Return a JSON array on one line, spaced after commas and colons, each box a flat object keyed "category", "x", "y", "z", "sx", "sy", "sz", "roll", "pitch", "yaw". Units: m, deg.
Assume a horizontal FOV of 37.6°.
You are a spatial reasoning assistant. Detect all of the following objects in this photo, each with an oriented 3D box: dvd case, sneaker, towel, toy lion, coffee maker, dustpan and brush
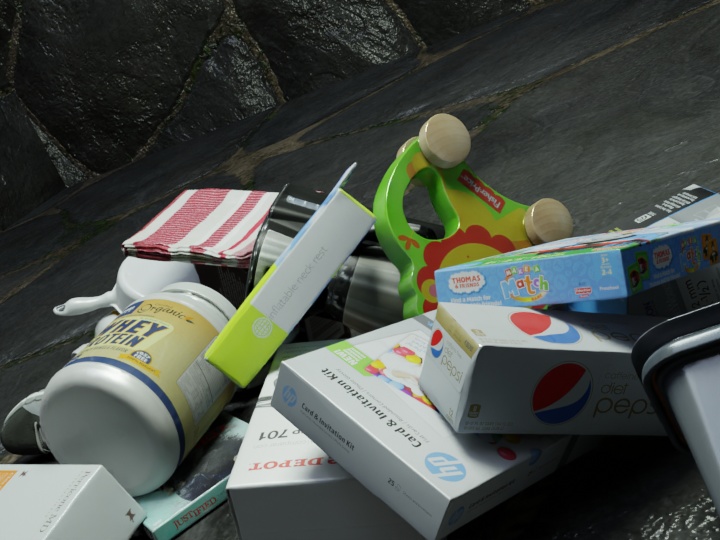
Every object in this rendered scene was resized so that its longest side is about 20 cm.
[{"category": "dvd case", "x": -0.174, "y": 0.193, "z": 1.042, "sx": 0.146, "sy": 0.022, "sz": 0.200, "roll": -33, "pitch": 18, "yaw": -22}, {"category": "sneaker", "x": -0.341, "y": 0.183, "z": 1.218, "sx": 0.199, "sy": 0.075, "sz": 0.116, "roll": -21, "pitch": 20, "yaw": 10}, {"category": "towel", "x": -0.156, "y": -0.054, "z": 1.191, "sx": 0.199, "sy": 0.023, "sz": 0.144, "roll": 4, "pitch": 35, "yaw": 30}, {"category": "toy lion", "x": 0.092, "y": -0.009, "z": 0.939, "sx": 0.192, "sy": 0.200, "sz": 0.069, "roll": -58, "pitch": 11, "yaw": -30}, {"category": "coffee maker", "x": 0.000, "y": 0.000, "z": 1.062, "sx": 0.199, "sy": 0.136, "sz": 0.192, "roll": 16, "pitch": 9, "yaw": 6}, {"category": "dustpan and brush", "x": -0.281, "y": 0.024, "z": 1.313, "sx": 0.199, "sy": 0.057, "sz": 0.140, "roll": -6, "pitch": 48, "yaw": -13}]

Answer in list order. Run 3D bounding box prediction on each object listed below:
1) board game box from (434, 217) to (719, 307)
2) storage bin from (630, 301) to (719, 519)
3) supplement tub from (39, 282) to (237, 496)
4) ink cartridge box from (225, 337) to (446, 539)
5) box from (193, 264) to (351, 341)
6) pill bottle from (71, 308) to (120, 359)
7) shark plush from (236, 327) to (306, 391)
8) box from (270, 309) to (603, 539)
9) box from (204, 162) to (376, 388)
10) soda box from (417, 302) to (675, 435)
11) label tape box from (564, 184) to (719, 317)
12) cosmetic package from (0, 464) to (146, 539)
[{"category": "board game box", "x": 0.174, "y": -0.005, "z": 0.792, "sx": 0.151, "sy": 0.037, "sz": 0.199, "roll": -8, "pitch": 2, "yaw": 40}, {"category": "storage bin", "x": 0.266, "y": 0.093, "z": 0.566, "sx": 0.199, "sy": 0.146, "sz": 0.135, "roll": -20, "pitch": 45, "yaw": 17}, {"category": "supplement tub", "x": -0.205, "y": 0.111, "z": 1.048, "sx": 0.144, "sy": 0.145, "sz": 0.200, "roll": -16, "pitch": 20, "yaw": 28}, {"category": "ink cartridge box", "x": -0.006, "y": 0.134, "z": 0.814, "sx": 0.145, "sy": 0.086, "sz": 0.200, "roll": -6, "pitch": 24, "yaw": 10}, {"category": "box", "x": -0.104, "y": 0.018, "z": 1.200, "sx": 0.075, "sy": 0.101, "sz": 0.199, "roll": -36, "pitch": 47, "yaw": -30}, {"category": "pill bottle", "x": -0.267, "y": 0.080, "z": 1.358, "sx": 0.200, "sy": 0.105, "sz": 0.104, "roll": -36, "pitch": 20, "yaw": -30}, {"category": "shark plush", "x": -0.139, "y": 0.094, "z": 1.159, "sx": 0.091, "sy": 0.084, "sz": 0.199, "roll": -38, "pitch": 17, "yaw": -33}, {"category": "box", "x": 0.061, "y": 0.095, "z": 0.737, "sx": 0.156, "sy": 0.041, "sz": 0.199, "roll": 35, "pitch": 33, "yaw": 32}, {"category": "box", "x": -0.052, "y": 0.002, "z": 0.908, "sx": 0.200, "sy": 0.048, "sz": 0.122, "roll": -51, "pitch": 4, "yaw": 0}, {"category": "soda box", "x": 0.144, "y": 0.068, "z": 0.713, "sx": 0.199, "sy": 0.064, "sz": 0.068, "roll": 4, "pitch": 21, "yaw": -23}, {"category": "label tape box", "x": 0.248, "y": 0.005, "z": 0.928, "sx": 0.199, "sy": 0.066, "sz": 0.143, "roll": -24, "pitch": 18, "yaw": -2}, {"category": "cosmetic package", "x": -0.301, "y": 0.239, "z": 0.976, "sx": 0.199, "sy": 0.071, "sz": 0.102, "roll": -10, "pitch": 34, "yaw": 42}]
